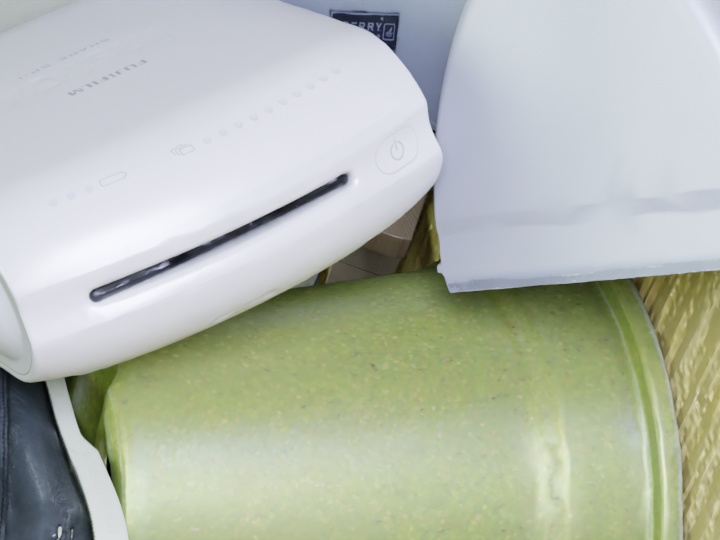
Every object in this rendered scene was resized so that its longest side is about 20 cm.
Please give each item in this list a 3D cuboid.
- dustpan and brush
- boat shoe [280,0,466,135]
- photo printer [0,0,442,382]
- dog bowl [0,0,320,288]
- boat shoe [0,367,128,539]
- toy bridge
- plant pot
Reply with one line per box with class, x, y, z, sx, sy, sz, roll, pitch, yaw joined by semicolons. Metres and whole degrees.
dustpan and brush;0.081;-0.099;0.922;0.139;0.057;0.201;-5;91;43
boat shoe;0.039;-0.079;1.027;0.200;0.065;0.074;20;101;45
photo printer;-0.078;-0.034;0.966;0.200;0.166;0.070;27;138;59
dog bowl;-0.110;-0.042;1.151;0.079;0.200;0.201;-103;22;-65
boat shoe;-0.131;0.063;0.948;0.199;0.066;0.075;-122;40;-54
toy bridge;0.000;0.000;1.133;0.200;0.027;0.067;112;177;-61
plant pot;-0.017;0.082;0.997;0.200;0.184;0.201;-179;90;-68
